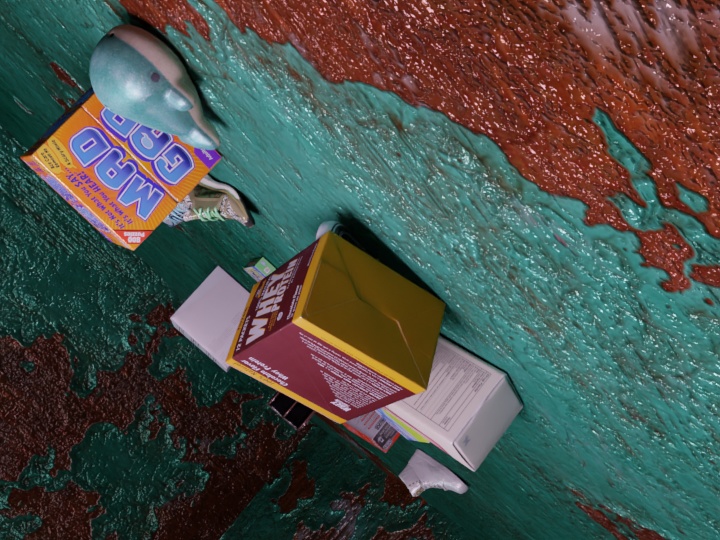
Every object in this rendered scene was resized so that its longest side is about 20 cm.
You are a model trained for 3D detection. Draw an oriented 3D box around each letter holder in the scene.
[{"bbox_3d":[-0.113,0.262,2.015,0.100,0.200,0.142,41,166,1],"label":"letter holder"}]

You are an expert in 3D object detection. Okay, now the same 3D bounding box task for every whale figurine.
[{"bbox_3d":[-0.271,-0.222,1.136,0.159,0.104,0.200,26,160,45],"label":"whale figurine"}]

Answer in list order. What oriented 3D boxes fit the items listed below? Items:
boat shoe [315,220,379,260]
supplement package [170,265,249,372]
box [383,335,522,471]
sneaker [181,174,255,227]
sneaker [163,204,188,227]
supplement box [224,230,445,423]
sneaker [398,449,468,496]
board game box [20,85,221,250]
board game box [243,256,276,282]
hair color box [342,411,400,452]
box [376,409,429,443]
[{"bbox_3d":[0.000,0.000,1.201,0.071,0.072,0.200,8,151,27],"label":"boat shoe"},{"bbox_3d":[-0.370,0.133,2.326,0.200,0.191,0.147,41,166,0],"label":"supplement package"},{"bbox_3d":[0.117,0.180,1.288,0.200,0.128,0.109,30,164,39],"label":"box"},{"bbox_3d":[-0.260,-0.107,1.497,0.200,0.089,0.077,31,163,35],"label":"sneaker"},{"bbox_3d":[-0.352,-0.121,1.710,0.078,0.086,0.200,44,166,-18],"label":"sneaker"},{"bbox_3d":[-0.034,0.083,1.149,0.197,0.133,0.200,32,144,-21],"label":"supplement box"},{"bbox_3d":[0.193,0.582,2.365,0.200,0.116,0.074,24,157,46],"label":"sneaker"},{"bbox_3d":[-0.380,-0.178,1.367,0.200,0.200,0.200,46,166,-23],"label":"board game box"},{"bbox_3d":[-0.155,0.051,1.836,0.200,0.029,0.135,44,167,-11],"label":"board game box"},{"bbox_3d":[0.029,0.378,2.205,0.061,0.102,0.200,48,165,-25],"label":"hair color box"},{"bbox_3d":[0.102,0.337,1.988,0.122,0.048,0.200,42,167,-1],"label":"box"}]
